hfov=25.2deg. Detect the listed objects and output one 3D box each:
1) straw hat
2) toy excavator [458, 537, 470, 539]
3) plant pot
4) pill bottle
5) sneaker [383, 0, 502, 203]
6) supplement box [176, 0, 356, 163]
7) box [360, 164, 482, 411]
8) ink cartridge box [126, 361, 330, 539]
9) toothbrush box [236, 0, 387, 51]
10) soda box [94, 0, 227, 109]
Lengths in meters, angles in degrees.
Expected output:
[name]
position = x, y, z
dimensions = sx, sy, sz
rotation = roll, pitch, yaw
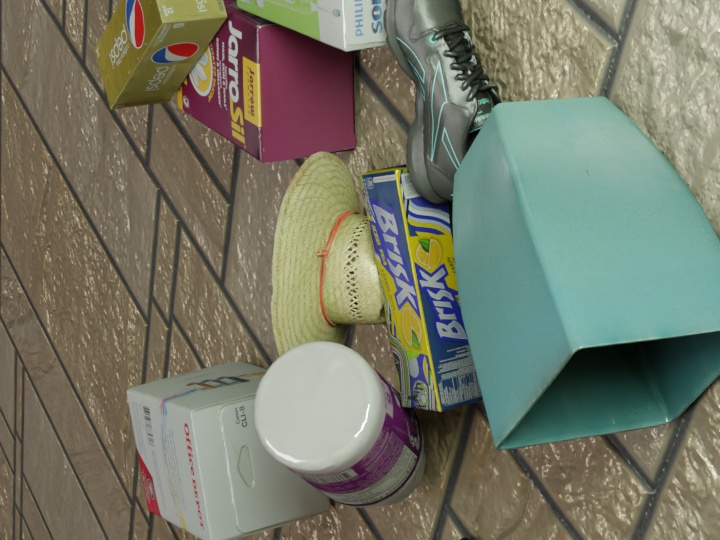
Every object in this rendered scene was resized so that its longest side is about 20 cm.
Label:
[straw hat]
position = 0.000, 0.000, 1.396
dimensions = 0.084, 0.201, 0.203
rotation = 5, 110, 24
[toy excavator]
position = 0.081, 0.345, 1.417
dimensions = 0.194, 0.099, 0.202
rotation = 8, 117, 64
[plant pot]
position = 0.144, -0.008, 1.075
dimensions = 0.142, 0.140, 0.201
rotation = 118, 140, -53
[pill bottle]
position = -0.008, 0.141, 1.391
dimensions = 0.113, 0.112, 0.200
rotation = 63, -174, 26
[sneaker]
position = 0.074, -0.149, 1.239
dimensions = 0.079, 0.075, 0.202
rotation = 11, 118, 47
[supplement box]
position = -0.092, -0.193, 1.498
dimensions = 0.200, 0.102, 0.132
rotation = 34, 130, 54
[box]
position = 0.058, 0.011, 1.332
dimensions = 0.070, 0.064, 0.202
rotation = -2, 99, 63
[ink cartridge box]
position = -0.143, 0.191, 1.726
dimensions = 0.200, 0.144, 0.147
rotation = 8, 108, 63
[toothbrush box]
position = -0.027, -0.273, 1.309
dimensions = 0.200, 0.085, 0.147
rotation = 33, 130, 56
[soda box]
position = -0.188, -0.219, 1.492
dimensions = 0.200, 0.064, 0.068
rotation = -39, 64, 62
